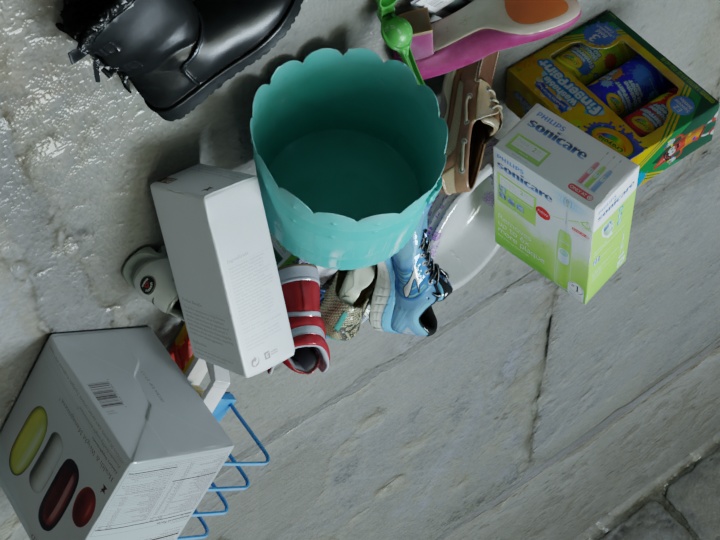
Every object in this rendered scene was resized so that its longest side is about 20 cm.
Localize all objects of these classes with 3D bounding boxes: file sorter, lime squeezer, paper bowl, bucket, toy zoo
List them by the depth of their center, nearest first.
[{"bbox_3d":[0.048,-0.255,1.298,0.038,0.070,0.201,-45,138,-48],"label":"lime squeezer"},{"bbox_3d":[-0.014,-0.109,1.313,0.207,0.207,0.135,-30,160,-19],"label":"bucket"},{"bbox_3d":[-0.200,0.132,1.492,0.020,0.131,0.200,15,122,-30],"label":"toy zoo"},{"bbox_3d":[0.107,-0.078,1.573,0.201,0.104,0.201,-42,153,-27],"label":"paper bowl"},{"bbox_3d":[-0.233,0.267,1.646,0.200,0.123,0.139,-51,151,17],"label":"file sorter"}]

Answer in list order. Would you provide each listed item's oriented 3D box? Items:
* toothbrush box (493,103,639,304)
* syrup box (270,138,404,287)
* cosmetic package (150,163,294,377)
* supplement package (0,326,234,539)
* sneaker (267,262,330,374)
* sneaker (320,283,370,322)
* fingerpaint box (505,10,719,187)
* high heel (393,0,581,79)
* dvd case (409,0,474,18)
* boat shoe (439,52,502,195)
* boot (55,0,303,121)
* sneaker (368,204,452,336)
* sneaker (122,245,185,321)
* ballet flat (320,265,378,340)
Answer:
[{"bbox_3d":[0.236,-0.075,1.509,0.086,0.145,0.200,-43,154,-21],"label":"toothbrush box"},{"bbox_3d":[-0.028,-0.072,1.467,0.200,0.079,0.081,-46,151,9],"label":"syrup box"},{"bbox_3d":[-0.139,-0.001,1.315,0.074,0.101,0.201,-26,118,-36],"label":"cosmetic package"},{"bbox_3d":[-0.281,0.202,1.425,0.147,0.191,0.200,-2,132,-48],"label":"supplement package"},{"bbox_3d":[-0.087,0.079,1.442,0.071,0.113,0.200,-2,159,-19],"label":"sneaker"},{"bbox_3d":[-0.013,0.034,1.659,0.199,0.076,0.077,-24,169,-28],"label":"sneaker"},{"bbox_3d":[0.301,-0.202,1.559,0.166,0.200,0.073,-31,149,-17],"label":"fingerpaint box"},{"bbox_3d":[0.134,-0.244,1.369,0.199,0.068,0.096,-12,154,3],"label":"high heel"},{"bbox_3d":[0.165,-0.316,1.340,0.200,0.022,0.146,-29,159,30],"label":"dvd case"},{"bbox_3d":[0.128,-0.174,1.451,0.076,0.072,0.201,35,71,-61],"label":"boat shoe"},{"bbox_3d":[-0.154,-0.228,1.112,0.198,0.073,0.162,-42,148,3],"label":"boot"},{"bbox_3d":[0.068,-0.007,1.463,0.078,0.090,0.201,-54,156,-46],"label":"sneaker"},{"bbox_3d":[-0.167,0.026,1.430,0.200,0.089,0.074,0,130,-52],"label":"sneaker"},{"bbox_3d":[0.000,0.000,1.516,0.075,0.068,0.200,-58,-171,37],"label":"ballet flat"}]
